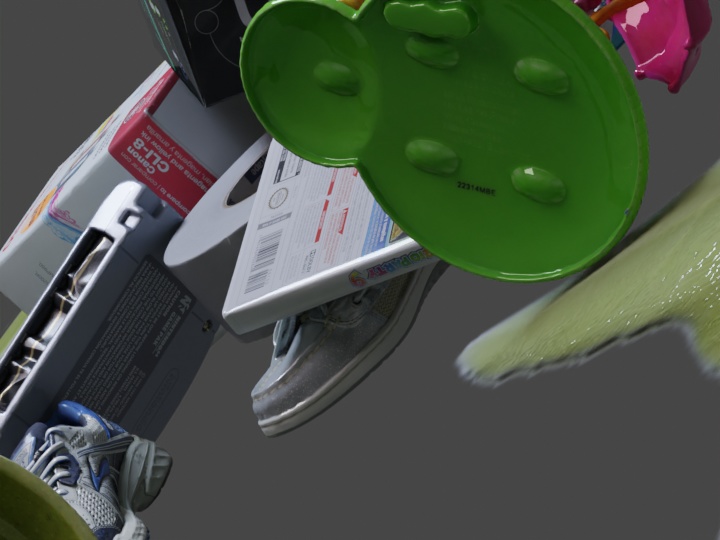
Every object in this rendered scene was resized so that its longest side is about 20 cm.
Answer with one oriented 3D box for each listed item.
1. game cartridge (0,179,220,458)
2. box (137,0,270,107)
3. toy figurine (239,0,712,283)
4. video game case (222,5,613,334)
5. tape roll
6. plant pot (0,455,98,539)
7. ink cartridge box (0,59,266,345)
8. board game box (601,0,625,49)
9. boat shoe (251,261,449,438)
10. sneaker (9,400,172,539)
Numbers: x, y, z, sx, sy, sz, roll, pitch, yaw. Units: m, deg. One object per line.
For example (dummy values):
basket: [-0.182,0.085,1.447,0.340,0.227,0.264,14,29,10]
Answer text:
game cartridge: [-0.157,0.058,1.687,0.040,0.133,0.200,24,76,39]
box: [-0.064,-0.196,1.673,0.148,0.125,0.200,-22,18,-7]
toy figurine: [0.075,-0.107,1.259,0.184,0.199,0.151,-42,-41,-49]
video game case: [0.029,-0.050,1.367,0.199,0.018,0.144,-21,34,28]
tape roll: [-0.021,-0.049,1.617,0.200,0.066,0.200,-40,13,11]
plant pot: [-0.229,0.207,1.338,0.201,0.200,0.184,-55,1,-33]
ink cartridge box: [-0.120,-0.039,1.827,0.200,0.145,0.145,-42,13,37]
board game box: [0.118,-0.207,1.438,0.200,0.152,0.045,-45,10,16]
boat shoe: [0.001,-0.001,1.409,0.202,0.065,0.074,-53,11,-22]
sneaker: [-0.169,0.135,1.566,0.077,0.085,0.200,-46,11,15]
